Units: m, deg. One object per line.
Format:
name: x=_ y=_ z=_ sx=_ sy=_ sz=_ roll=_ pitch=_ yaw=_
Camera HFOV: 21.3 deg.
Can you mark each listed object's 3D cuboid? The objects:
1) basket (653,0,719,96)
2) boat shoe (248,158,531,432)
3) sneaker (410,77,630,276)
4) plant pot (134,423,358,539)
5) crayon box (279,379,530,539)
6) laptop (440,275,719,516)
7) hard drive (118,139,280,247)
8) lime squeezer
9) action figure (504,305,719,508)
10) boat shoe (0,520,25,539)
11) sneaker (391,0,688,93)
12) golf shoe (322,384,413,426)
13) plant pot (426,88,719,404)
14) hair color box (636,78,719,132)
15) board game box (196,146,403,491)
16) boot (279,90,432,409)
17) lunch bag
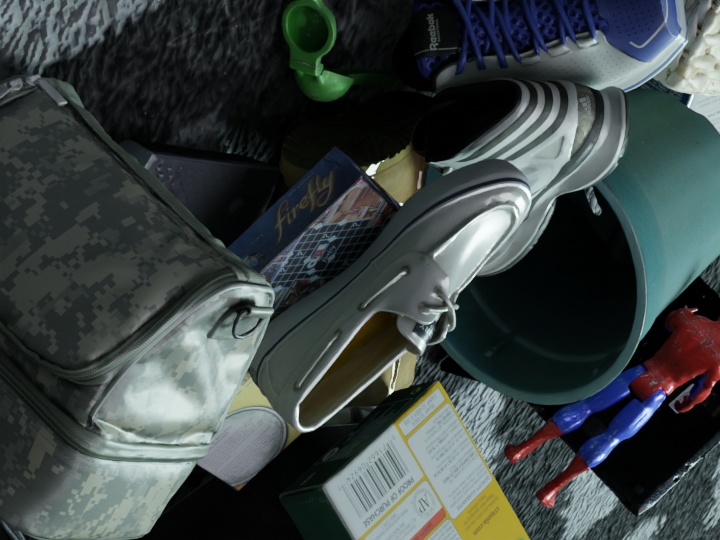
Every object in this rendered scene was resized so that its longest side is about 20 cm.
basket: x=0.231 y=-0.227 z=1.272 sx=0.200 sy=0.161 sz=0.199 roll=-2 pitch=124 yaw=-55
boat shoe: x=0.026 y=0.019 z=1.108 sx=0.200 sy=0.070 sz=0.071 roll=-37 pitch=138 yaw=1
sneaker: x=0.071 y=-0.068 z=1.207 sx=0.115 sy=0.076 sz=0.201 roll=12 pitch=148 yaw=-22
plant pot: x=-0.028 y=0.230 z=1.333 sx=0.200 sy=0.178 sz=0.199 roll=-39 pitch=158 yaw=28
crayon box: x=0.048 y=0.190 z=1.238 sx=0.051 sy=0.201 sz=0.126 roll=-20 pitch=-165 yaw=48
laptop: x=0.195 y=0.077 z=1.491 sx=0.177 sy=0.200 sz=0.103 roll=-39 pitch=166 yaw=-20
hard drive: x=-0.137 y=0.014 z=1.145 sx=0.135 sy=0.042 sz=0.201 roll=2 pitch=120 yaw=-55
lime squeezer: x=-0.016 y=-0.144 z=1.145 sx=0.071 sy=0.038 sz=0.200 roll=-44 pitch=149 yaw=-12
action figure: x=0.203 y=0.089 z=1.397 sx=0.200 sy=0.065 sz=0.099 roll=-38 pitch=170 yaw=10
boat shoe: x=-0.249 y=0.143 z=1.110 sx=0.074 sy=0.066 sz=0.200 roll=-44 pitch=150 yaw=-12
sneaker: x=0.095 y=-0.142 z=1.176 sx=0.115 sy=0.199 sz=0.081 roll=-2 pitch=80 yaw=-48
golf shoe: x=-0.035 y=0.096 z=1.364 sx=0.094 sy=0.078 sz=0.200 roll=-44 pitch=152 yaw=24
plant pot: x=0.165 y=-0.035 z=1.377 sx=0.196 sy=0.200 sz=0.201 roll=-30 pitch=145 yaw=-46
hair color box: x=0.261 y=-0.151 z=1.494 sx=0.100 sy=0.060 sz=0.201 roll=-22 pitch=140 yaw=-41
board game box: x=-0.045 y=0.033 z=1.152 sx=0.200 sy=0.035 sz=0.135 roll=-42 pitch=139 yaw=6
boot: x=0.000 y=0.000 z=1.231 sx=0.175 sy=0.066 sz=0.201 roll=-28 pitch=131 yaw=-54
lunch bag: x=-0.152 y=0.015 z=0.977 sx=0.168 sy=0.200 sz=0.139 roll=-53 pitch=153 yaw=10
